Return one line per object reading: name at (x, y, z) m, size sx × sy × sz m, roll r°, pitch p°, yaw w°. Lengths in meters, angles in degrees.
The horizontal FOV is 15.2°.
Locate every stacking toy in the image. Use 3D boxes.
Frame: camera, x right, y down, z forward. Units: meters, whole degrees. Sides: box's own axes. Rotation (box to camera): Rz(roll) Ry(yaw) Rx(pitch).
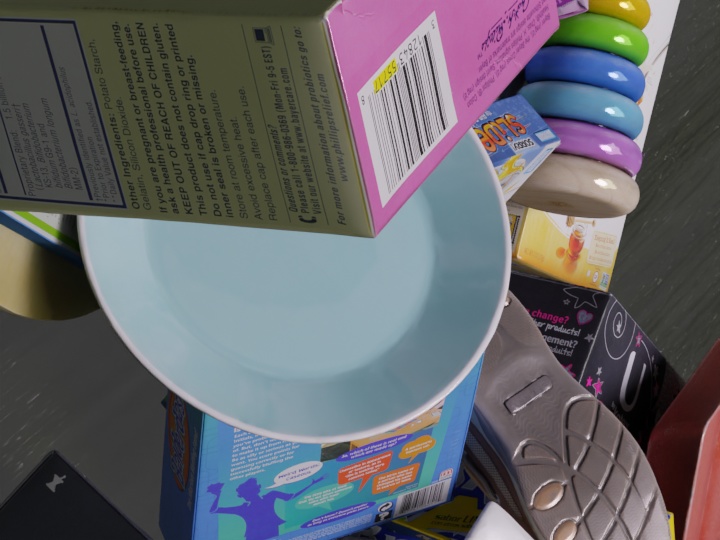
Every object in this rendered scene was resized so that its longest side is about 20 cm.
stacking toy at (0.131, -0.135, 1.534) m, size 0.085 × 0.085 × 0.201 m, roll 26°, pitch 72°, yaw -60°

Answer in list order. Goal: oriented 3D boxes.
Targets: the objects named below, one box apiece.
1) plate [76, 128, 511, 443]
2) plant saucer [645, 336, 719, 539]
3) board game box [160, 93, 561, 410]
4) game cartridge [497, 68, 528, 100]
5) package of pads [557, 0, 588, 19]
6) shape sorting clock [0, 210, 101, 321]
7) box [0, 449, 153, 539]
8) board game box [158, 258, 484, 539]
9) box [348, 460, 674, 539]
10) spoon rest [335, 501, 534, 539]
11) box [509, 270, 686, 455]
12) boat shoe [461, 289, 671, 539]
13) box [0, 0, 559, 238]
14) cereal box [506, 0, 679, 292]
plate at (-0.030, -0.017, 1.201) m, size 0.201 × 0.200 × 0.026 m, roll -62°, pitch -175°, yaw -25°
plant saucer at (0.192, 0.139, 1.558) m, size 0.200 × 0.037 × 0.201 m, roll -41°, pitch 141°, yaw -61°
board game box at (0.000, 0.000, 1.345) m, size 0.200 × 0.034 × 0.135 m, roll -49°, pitch 164°, yaw 31°
game cartridge at (0.037, -0.095, 1.486) m, size 0.200 × 0.041 × 0.134 m, roll 20°, pitch 88°, yaw -60°
package of pads at (0.066, -0.235, 1.383) m, size 0.120 × 0.075 × 0.201 m, roll 43°, pitch 41°, yaw -54°
shape sorting clock at (-0.135, -0.078, 1.187) m, size 0.200 × 0.039 × 0.201 m, roll -17°, pitch 109°, yaw -59°
box at (-0.078, 0.206, 1.219) m, size 0.104 × 0.200 × 0.182 m, roll -47°, pitch 144°, yaw -7°
board game box at (-0.018, 0.063, 1.301) m, size 0.151 × 0.045 × 0.200 m, roll -16°, pitch 146°, yaw -19°
box at (0.068, 0.139, 1.457) m, size 0.064 × 0.199 × 0.070 m, roll -60°, pitch 156°, yaw -28°
spoon rest at (0.020, 0.171, 1.416) m, size 0.099 × 0.200 × 0.061 m, roll 45°, pitch 60°, yaw -8°
box at (0.107, 0.084, 1.576) m, size 0.200 × 0.132 × 0.115 m, roll 42°, pitch 64°, yaw -58°
boat shoe at (0.092, 0.094, 1.394) m, size 0.076 × 0.201 × 0.072 m, roll -26°, pitch 168°, yaw -21°
box at (-0.049, -0.103, 1.092) m, size 0.176 × 0.199 × 0.097 m, roll -49°, pitch 135°, yaw -47°
cereal box at (0.134, -0.093, 1.647) m, size 0.144 × 0.039 × 0.201 m, roll 19°, pitch 85°, yaw -61°
